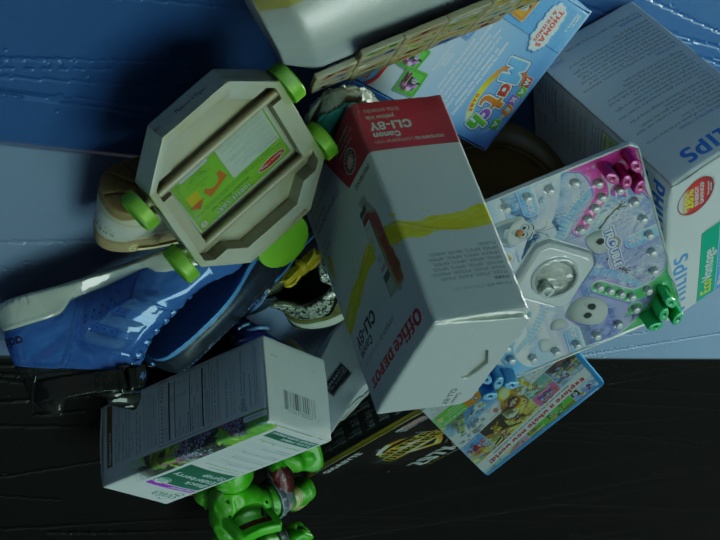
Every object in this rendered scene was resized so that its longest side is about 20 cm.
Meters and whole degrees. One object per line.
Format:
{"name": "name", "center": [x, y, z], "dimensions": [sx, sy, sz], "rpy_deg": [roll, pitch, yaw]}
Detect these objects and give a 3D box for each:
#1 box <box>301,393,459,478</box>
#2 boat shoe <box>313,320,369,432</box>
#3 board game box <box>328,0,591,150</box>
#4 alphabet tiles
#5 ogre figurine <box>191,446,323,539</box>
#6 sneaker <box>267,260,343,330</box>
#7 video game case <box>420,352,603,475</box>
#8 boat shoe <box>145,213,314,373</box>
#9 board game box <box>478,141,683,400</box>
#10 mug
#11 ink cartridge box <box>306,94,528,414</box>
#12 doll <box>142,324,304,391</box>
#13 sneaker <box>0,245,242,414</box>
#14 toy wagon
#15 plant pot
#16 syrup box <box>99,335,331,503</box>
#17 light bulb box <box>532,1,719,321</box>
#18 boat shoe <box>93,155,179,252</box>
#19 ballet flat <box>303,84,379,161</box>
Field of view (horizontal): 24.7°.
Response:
{"name": "box", "center": [0.056, 0.150, 1.621], "dimensions": [0.160, 0.049, 0.200], "rpy_deg": [0, 156, -41]}
{"name": "boat shoe", "center": [-0.027, 0.101, 1.534], "dimensions": [0.200, 0.074, 0.065], "rpy_deg": [-39, 180, -43]}
{"name": "board game box", "center": [0.080, -0.197, 1.350], "dimensions": [0.200, 0.037, 0.151], "rpy_deg": [23, 110, -44]}
{"name": "alphabet tiles", "center": [0.056, -0.176, 1.223], "dimensions": [0.200, 0.006, 0.166], "rpy_deg": [-23, -179, -4]}
{"name": "ogre figurine", "center": [-0.096, 0.212, 1.584], "dimensions": [0.120, 0.098, 0.200], "rpy_deg": [-26, 152, -38]}
{"name": "sneaker", "center": [0.000, 0.000, 1.400], "dimensions": [0.200, 0.077, 0.089], "rpy_deg": [-27, 169, 24]}
{"name": "video game case", "center": [0.119, 0.091, 1.485], "dimensions": [0.143, 0.018, 0.200], "rpy_deg": [-39, 130, 5]}
{"name": "boat shoe", "center": [-0.092, 0.012, 1.355], "dimensions": [0.200, 0.084, 0.069], "rpy_deg": [-47, 133, -11]}
{"name": "board game box", "center": [0.166, 0.007, 1.400], "dimensions": [0.200, 0.026, 0.200], "rpy_deg": [-22, 129, 2]}
{"name": "mug", "center": [-0.019, -0.237, 1.173], "dimensions": [0.153, 0.187, 0.149], "rpy_deg": [-30, -172, -1]}
{"name": "ink cartridge box", "center": [0.038, -0.011, 1.264], "dimensions": [0.083, 0.200, 0.145], "rpy_deg": [-7, 150, -24]}
{"name": "doll", "center": [-0.140, 0.066, 1.427], "dimensions": [0.200, 0.048, 0.136], "rpy_deg": [16, 122, -44]}
{"name": "sneaker", "center": [-0.174, 0.049, 1.290], "dimensions": [0.200, 0.111, 0.077], "rpy_deg": [-18, -178, -13]}
{"name": "toy wagon", "center": [-0.088, -0.060, 1.235], "dimensions": [0.155, 0.040, 0.200], "rpy_deg": [-42, 140, -9]}
{"name": "plant pot", "center": [0.111, -0.037, 1.467], "dimensions": [0.200, 0.027, 0.200], "rpy_deg": [-1, 95, -17]}
{"name": "syrup box", "center": [-0.127, 0.131, 1.398], "dimensions": [0.200, 0.082, 0.079], "rpy_deg": [-25, 147, 33]}
{"name": "light bulb box", "center": [0.265, -0.100, 1.505], "dimensions": [0.125, 0.200, 0.198], "rpy_deg": [-31, 144, -15]}
{"name": "boat shoe", "center": [-0.126, -0.060, 1.297], "dimensions": [0.200, 0.074, 0.069], "rpy_deg": [-13, 150, -36]}
{"name": "ballet flat", "center": [-0.006, -0.109, 1.348], "dimensions": [0.072, 0.072, 0.200], "rpy_deg": [-39, 153, -5]}
